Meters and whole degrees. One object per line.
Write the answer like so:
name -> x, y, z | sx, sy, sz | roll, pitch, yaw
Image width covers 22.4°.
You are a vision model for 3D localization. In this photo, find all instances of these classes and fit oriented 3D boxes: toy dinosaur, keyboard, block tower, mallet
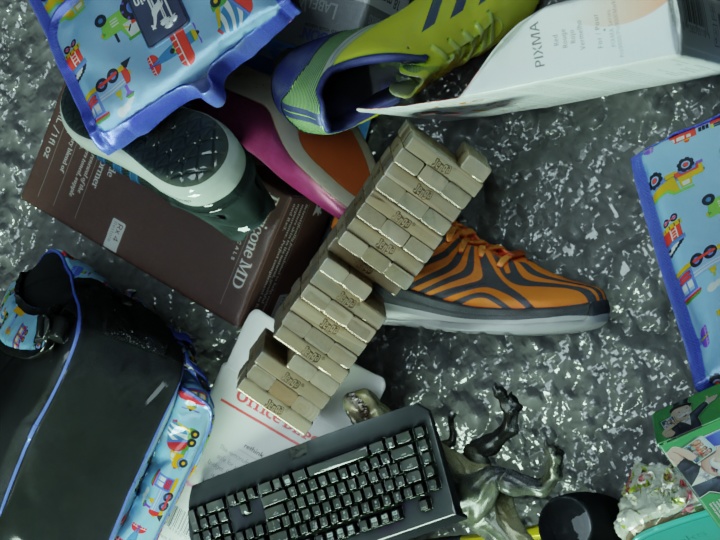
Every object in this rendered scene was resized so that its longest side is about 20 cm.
toy dinosaur -> 0.079, 0.126, 1.107 | 0.200, 0.047, 0.088 | 44, 100, 25
keyboard -> -0.022, 0.170, 1.131 | 0.199, 0.021, 0.128 | -23, 80, 31
block tower -> 0.000, 0.000, 1.117 | 0.058, 0.054, 0.200 | 35, 101, -10
mallet -> 0.080, 0.175, 1.170 | 0.199, 0.066, 0.041 | -16, 75, 37

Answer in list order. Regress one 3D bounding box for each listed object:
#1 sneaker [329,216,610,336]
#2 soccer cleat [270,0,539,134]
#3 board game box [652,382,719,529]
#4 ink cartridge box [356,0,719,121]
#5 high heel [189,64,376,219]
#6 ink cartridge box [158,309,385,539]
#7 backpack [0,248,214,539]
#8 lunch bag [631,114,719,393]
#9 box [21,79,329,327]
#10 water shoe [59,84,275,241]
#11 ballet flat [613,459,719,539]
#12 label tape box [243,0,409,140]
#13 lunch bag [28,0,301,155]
sneaker -> 0.064, -0.017, 1.160 | 0.199, 0.077, 0.113 | 5, 90, 24
soccer cleat -> 0.039, -0.137, 1.140 | 0.199, 0.065, 0.084 | -27, 34, -17
board game box -> 0.269, 0.125, 1.016 | 0.134, 0.200, 0.029 | -27, 32, 19
ink cartridge box -> 0.115, -0.129, 1.099 | 0.199, 0.162, 0.050 | -6, 90, 24
high heel -> -0.064, -0.086, 1.197 | 0.200, 0.067, 0.096 | 52, 137, 18
ink cartridge box -> -0.056, 0.138, 1.209 | 0.117, 0.067, 0.201 | 28, 99, 21
backpack -> -0.194, 0.088, 1.228 | 0.183, 0.134, 0.200 | -65, 23, 11
lunch bag -> 0.248, -0.031, 1.060 | 0.150, 0.094, 0.201 | -25, 57, 19
box -> -0.126, -0.050, 1.246 | 0.199, 0.075, 0.101 | 28, 104, 21
water shoe -> -0.128, -0.076, 1.165 | 0.071, 0.079, 0.200 | -43, 41, -6
ballet flat -> 0.245, 0.121, 1.082 | 0.199, 0.076, 0.064 | -13, 48, 17
label tape box -> -0.045, -0.184, 1.226 | 0.144, 0.063, 0.201 | 18, 94, 24
lunch bag -> -0.122, -0.171, 1.135 | 0.150, 0.094, 0.201 | -33, 54, 11
